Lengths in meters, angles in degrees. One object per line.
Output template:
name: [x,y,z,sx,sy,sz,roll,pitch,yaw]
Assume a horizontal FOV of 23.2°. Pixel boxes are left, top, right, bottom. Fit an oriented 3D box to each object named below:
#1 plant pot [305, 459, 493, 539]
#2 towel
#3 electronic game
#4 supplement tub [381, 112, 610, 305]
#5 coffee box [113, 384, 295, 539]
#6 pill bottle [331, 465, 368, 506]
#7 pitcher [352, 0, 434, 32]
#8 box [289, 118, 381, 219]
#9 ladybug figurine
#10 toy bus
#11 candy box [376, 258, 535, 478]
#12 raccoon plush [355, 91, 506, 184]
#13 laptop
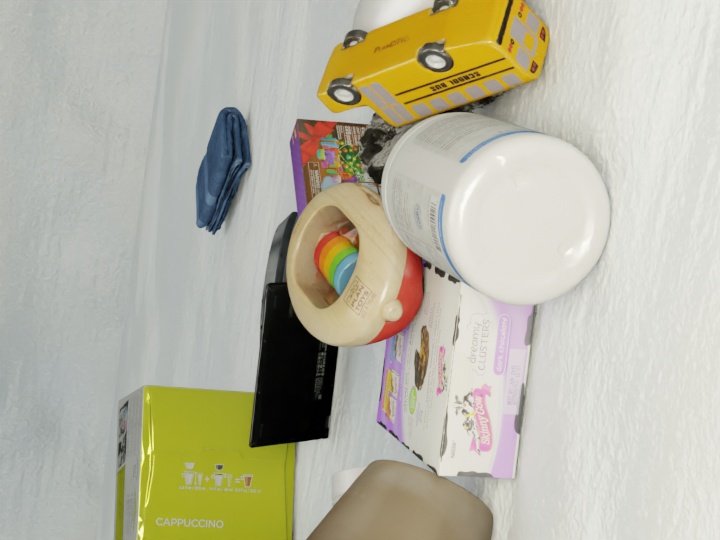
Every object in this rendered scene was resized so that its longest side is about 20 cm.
plant pot: [0.026,0.262,1.479,0.174,0.200,0.200,-65,8,-21]
towel: [-0.211,-0.152,2.668,0.200,0.049,0.112,117,153,-55]
electronic game: [-0.089,0.028,2.123,0.200,0.042,0.200,7,-90,-86]
supplement tub: [0.102,-0.053,1.383,0.200,0.132,0.132,-141,57,-72]
coffee box: [-0.201,0.260,2.236,0.198,0.200,0.200,148,125,-70]
pill bottle: [0.015,0.288,1.628,0.111,0.111,0.200,130,142,-64]
pitcher: [0.079,-0.259,1.592,0.200,0.121,0.172,-47,16,54]
box: [0.008,-0.059,1.704,0.039,0.137,0.200,111,157,-49]
ladybug figurine: [0.000,0.000,1.541,0.136,0.072,0.200,-61,31,16]
toy bus: [0.058,-0.178,1.501,0.200,0.078,0.065,-15,47,42]
candy box: [0.081,0.076,1.531,0.200,0.072,0.168,-148,64,-73]
raccoon plush: [0.095,-0.100,1.579,0.200,0.134,0.097,-22,42,37]
laptop: [-0.087,0.096,2.048,0.116,0.200,0.187,12,99,40]
